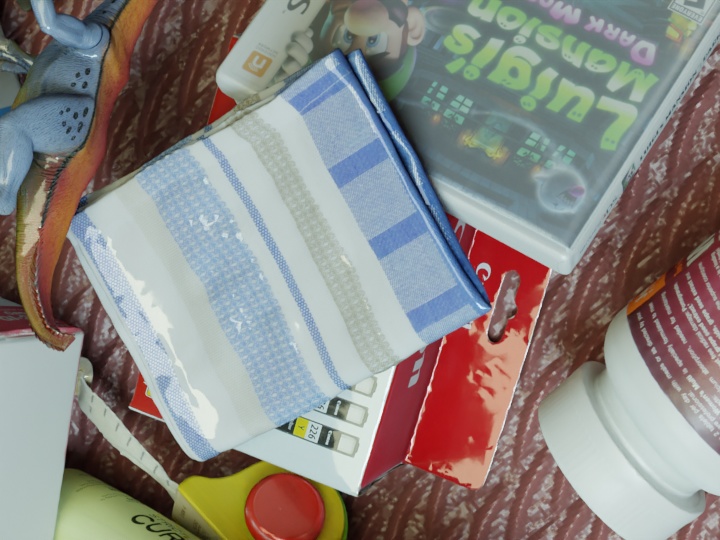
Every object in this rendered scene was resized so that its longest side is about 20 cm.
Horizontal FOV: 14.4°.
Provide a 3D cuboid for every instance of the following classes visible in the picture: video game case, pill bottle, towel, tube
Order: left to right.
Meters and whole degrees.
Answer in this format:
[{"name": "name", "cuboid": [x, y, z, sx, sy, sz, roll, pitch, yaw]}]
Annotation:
[{"name": "tube", "cuboid": [-0.098, 0.150, 1.453, 0.200, 0.058, 0.052, 19, 126, 50]}, {"name": "towel", "cuboid": [-0.045, -0.004, 1.362, 0.200, 0.024, 0.147, -28, 90, 35]}, {"name": "video game case", "cuboid": [0.060, -0.117, 1.365, 0.199, 0.023, 0.182, 29, 73, 17]}, {"name": "pill bottle", "cuboid": [0.187, 0.038, 1.356, 0.200, 0.110, 0.110, -40, 84, 20]}]

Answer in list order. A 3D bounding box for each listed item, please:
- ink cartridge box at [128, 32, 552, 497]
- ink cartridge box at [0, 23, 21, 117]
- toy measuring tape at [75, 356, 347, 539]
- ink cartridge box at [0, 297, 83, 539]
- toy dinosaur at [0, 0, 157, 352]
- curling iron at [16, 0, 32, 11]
[{"name": "ink cartridge box", "cuboid": [0.000, 0.000, 1.429, 0.175, 0.084, 0.201, 19, 103, 15]}, {"name": "ink cartridge box", "cuboid": [-0.261, -0.116, 1.462, 0.083, 0.145, 0.201, -16, 93, 39]}, {"name": "toy measuring tape", "cuboid": [-0.067, 0.107, 1.481, 0.200, 0.074, 0.074, 46, 109, 15]}, {"name": "ink cartridge box", "cuboid": [-0.251, 0.075, 1.498, 0.199, 0.085, 0.146, 18, 104, 34]}, {"name": "toy dinosaur", "cuboid": [-0.147, -0.085, 1.411, 0.200, 0.181, 0.105, 57, 155, -5]}, {"name": "curling iron", "cuboid": [-0.092, -0.167, 1.465, 0.199, 0.026, 0.050, -14, 91, 21]}]
